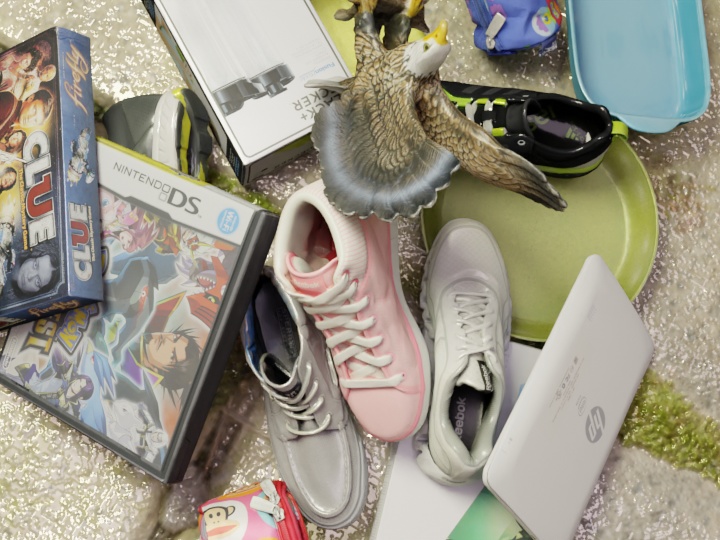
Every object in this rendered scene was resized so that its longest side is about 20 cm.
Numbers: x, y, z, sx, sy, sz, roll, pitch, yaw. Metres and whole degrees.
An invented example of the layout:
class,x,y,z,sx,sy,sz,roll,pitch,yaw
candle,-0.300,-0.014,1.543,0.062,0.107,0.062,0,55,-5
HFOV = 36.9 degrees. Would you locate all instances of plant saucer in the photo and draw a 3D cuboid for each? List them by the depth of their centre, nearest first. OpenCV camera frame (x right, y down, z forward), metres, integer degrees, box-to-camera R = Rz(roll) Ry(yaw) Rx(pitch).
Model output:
class,x,y,z,sx,sy,sz,roll,pitch,yaw
plant saucer,0.145,-0.040,0.885,0.197,0.031,0.203,1,79,-5

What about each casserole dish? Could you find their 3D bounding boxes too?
class,x,y,z,sx,sy,sz,roll,pitch,yaw
casserole dish,0.226,-0.198,0.904,0.119,0.039,0.203,4,70,-10

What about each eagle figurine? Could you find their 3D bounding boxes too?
class,x,y,z,sx,sy,sz,roll,pitch,yaw
eagle figurine,0.038,-0.112,0.747,0.150,0.151,0.203,-20,75,8

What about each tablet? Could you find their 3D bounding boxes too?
class,x,y,z,sx,sy,sz,roll,pitch,yaw
tablet,0.164,0.104,0.814,0.130,0.014,0.201,49,61,-36

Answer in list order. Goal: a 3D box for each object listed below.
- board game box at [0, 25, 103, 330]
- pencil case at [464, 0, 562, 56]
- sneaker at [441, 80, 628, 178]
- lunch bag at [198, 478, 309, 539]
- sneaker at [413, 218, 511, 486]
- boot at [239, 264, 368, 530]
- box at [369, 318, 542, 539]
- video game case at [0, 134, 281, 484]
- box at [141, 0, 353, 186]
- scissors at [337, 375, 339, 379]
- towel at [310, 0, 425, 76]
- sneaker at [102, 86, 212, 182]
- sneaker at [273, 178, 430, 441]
class,x,y,z,sx,sy,sz,roll,pitch,yaw
board game box,-0.254,-0.064,0.802,0.134,0.034,0.203,-15,74,31
pencil case,0.097,-0.262,0.847,0.087,0.077,0.201,-55,132,-35
sneaker,0.108,-0.121,0.839,0.197,0.083,0.073,4,78,-5
lunch bag,-0.059,0.247,0.736,0.081,0.176,0.203,-15,82,-7
sneaker,0.082,0.057,0.802,0.074,0.081,0.203,3,77,-3
boot,-0.050,0.095,0.800,0.073,0.096,0.203,-19,79,8
box,0.094,0.153,0.842,0.142,0.036,0.203,15,79,-3
video game case,-0.167,0.022,0.780,0.179,0.025,0.202,23,94,25
box,-0.092,-0.186,0.870,0.116,0.060,0.202,-27,84,-13
scissors,0.000,0.000,0.874,0.072,0.014,0.203,2,78,-3
towel,-0.021,-0.248,0.915,0.085,0.018,0.202,-28,84,-5
sneaker,-0.167,-0.041,0.842,0.083,0.074,0.203,5,86,23
sneaker,-0.011,0.031,0.753,0.074,0.104,0.203,-6,96,30
